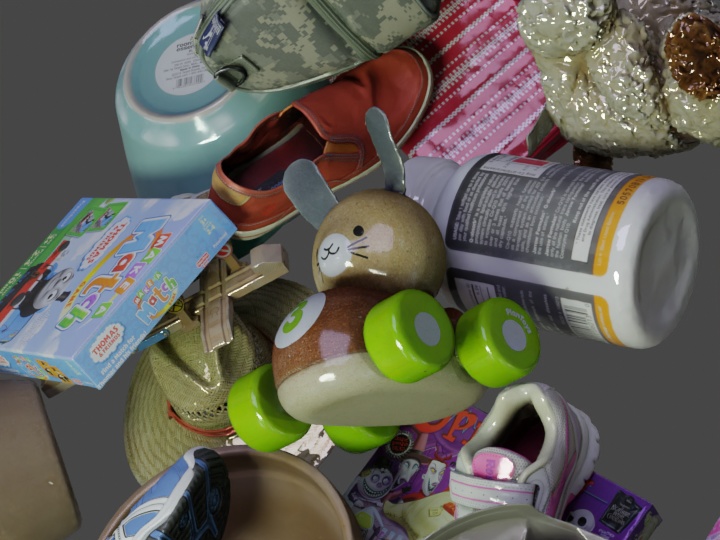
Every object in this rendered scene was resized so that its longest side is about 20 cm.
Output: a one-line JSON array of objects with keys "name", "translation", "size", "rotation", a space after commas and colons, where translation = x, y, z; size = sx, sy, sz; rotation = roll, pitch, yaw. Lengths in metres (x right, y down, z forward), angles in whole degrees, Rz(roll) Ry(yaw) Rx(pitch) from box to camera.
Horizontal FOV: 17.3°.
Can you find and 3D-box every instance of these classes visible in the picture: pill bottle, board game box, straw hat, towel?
[{"name": "pill bottle", "translation": [0.119, -0.018, 1.608], "size": [0.200, 0.116, 0.117], "rotation": [11, 64, 32]}, {"name": "board game box", "translation": [0.085, 0.163, 1.562], "size": [0.200, 0.032, 0.120], "rotation": [26, 69, 37]}, {"name": "board game box", "translation": [-0.190, 0.012, 1.679], "size": [0.151, 0.037, 0.200], "rotation": [-51, 27, -21]}, {"name": "straw hat", "translation": [-0.106, 0.068, 1.684], "size": [0.201, 0.085, 0.201], "rotation": [-13, 53, 18]}, {"name": "towel", "translation": [0.070, -0.146, 1.741], "size": [0.145, 0.022, 0.200], "rotation": [-42, 68, -8]}]

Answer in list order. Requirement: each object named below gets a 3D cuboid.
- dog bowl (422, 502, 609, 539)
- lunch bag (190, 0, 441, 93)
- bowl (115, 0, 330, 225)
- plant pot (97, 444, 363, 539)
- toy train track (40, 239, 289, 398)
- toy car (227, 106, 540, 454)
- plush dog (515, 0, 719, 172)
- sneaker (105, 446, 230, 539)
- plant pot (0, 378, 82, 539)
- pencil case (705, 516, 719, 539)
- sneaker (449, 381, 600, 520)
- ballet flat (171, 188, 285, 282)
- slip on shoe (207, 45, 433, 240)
[{"name": "dog bowl", "translation": [0.100, 0.240, 1.400], "size": [0.200, 0.059, 0.200], "rotation": [-1, 78, 3]}, {"name": "lunch bag", "translation": [-0.039, -0.232, 1.716], "size": [0.168, 0.139, 0.200], "rotation": [-29, 37, 27]}, {"name": "bowl", "translation": [-0.106, -0.130, 1.808], "size": [0.200, 0.105, 0.201], "rotation": [-13, 54, 18]}, {"name": "plant pot", "translation": [-0.078, 0.224, 1.560], "size": [0.201, 0.093, 0.201], "rotation": [-14, 52, 18]}, {"name": "toy train track", "translation": [-0.143, 0.029, 1.659], "size": [0.200, 0.033, 0.115], "rotation": [-28, 32, 13]}, {"name": "toy car", "translation": [0.000, 0.000, 1.546], "size": [0.164, 0.158, 0.200], "rotation": [-29, 66, 41]}, {"name": "plush dog", "translation": [0.220, -0.127, 1.619], "size": [0.172, 0.200, 0.161], "rotation": [2, 92, 39]}, {"name": "sneaker", "translation": [-0.153, 0.193, 1.509], "size": [0.077, 0.076, 0.200], "rotation": [21, 69, 31]}, {"name": "plant pot", "translation": [-0.295, 0.155, 1.675], "size": [0.174, 0.200, 0.200], "rotation": [-19, 50, -8]}, {"name": "pencil case", "translation": [0.264, 0.148, 1.444], "size": [0.087, 0.087, 0.200], "rotation": [20, 70, 35]}, {"name": "sneaker", "translation": [0.088, 0.154, 1.490], "size": [0.081, 0.088, 0.200], "rotation": [0, 57, 26]}, {"name": "ballet flat", "translation": [-0.140, -0.018, 1.753], "size": [0.200, 0.070, 0.065], "rotation": [-34, 55, 14]}, {"name": "slip on shoe", "translation": [-0.026, -0.098, 1.686], "size": [0.200, 0.061, 0.074], "rotation": [-36, 65, -19]}]
